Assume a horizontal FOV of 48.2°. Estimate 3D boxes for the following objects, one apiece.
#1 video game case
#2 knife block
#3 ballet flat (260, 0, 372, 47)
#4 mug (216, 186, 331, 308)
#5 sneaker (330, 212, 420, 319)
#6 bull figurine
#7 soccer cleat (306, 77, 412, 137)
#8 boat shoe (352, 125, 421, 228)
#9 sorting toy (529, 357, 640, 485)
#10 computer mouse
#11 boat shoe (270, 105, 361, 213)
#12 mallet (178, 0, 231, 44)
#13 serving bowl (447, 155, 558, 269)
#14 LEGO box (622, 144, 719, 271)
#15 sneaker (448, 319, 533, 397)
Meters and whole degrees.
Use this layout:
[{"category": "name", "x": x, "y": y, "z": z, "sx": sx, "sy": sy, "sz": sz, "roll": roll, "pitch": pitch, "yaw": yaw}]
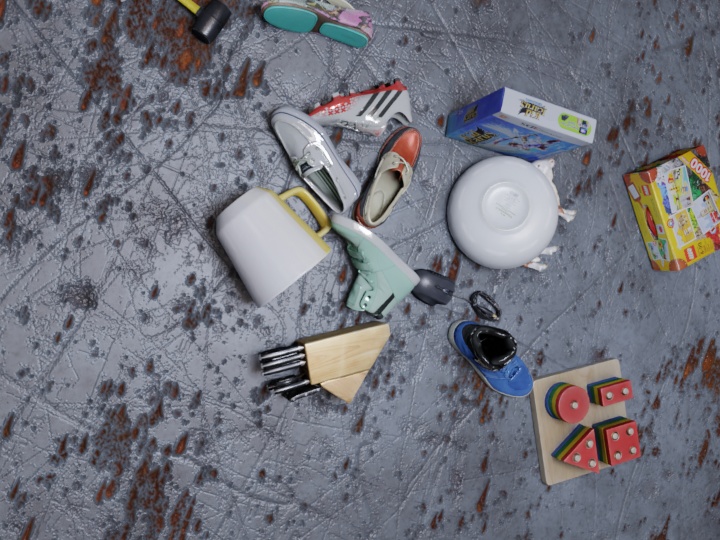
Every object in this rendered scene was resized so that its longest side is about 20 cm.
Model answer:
[{"category": "video game case", "x": 0.268, "y": -0.243, "z": 1.377, "sx": 0.179, "sy": 0.200, "sz": 0.046, "roll": 15, "pitch": 83, "yaw": -19}, {"category": "knife block", "x": -0.069, "y": 0.133, "z": 1.340, "sx": 0.175, "sy": 0.064, "sz": 0.201, "roll": 35, "pitch": 80, "yaw": -18}, {"category": "ballet flat", "x": -0.070, "y": -0.426, "z": 1.331, "sx": 0.197, "sy": 0.069, "sz": 0.072, "roll": 8, "pitch": 71, "yaw": -23}, {"category": "mug", "x": -0.145, "y": -0.051, "z": 1.290, "sx": 0.149, "sy": 0.187, "sz": 0.154, "roll": -37, "pitch": 95, "yaw": 18}, {"category": "sneaker", "x": 0.000, "y": 0.000, "z": 1.344, "sx": 0.200, "sy": 0.074, "sz": 0.119, "roll": 42, "pitch": 86, "yaw": -25}, {"category": "bull figurine", "x": 0.321, "y": -0.101, "z": 1.465, "sx": 0.120, "sy": 0.065, "sz": 0.202, "roll": 29, "pitch": 88, "yaw": 9}, {"category": "soccer cleat", "x": -0.001, "y": -0.260, "z": 1.354, "sx": 0.198, "sy": 0.068, "sz": 0.086, "roll": -20, "pitch": 94, "yaw": -23}, {"category": "boat shoe", "x": 0.053, "y": -0.160, "z": 1.377, "sx": 0.071, "sy": 0.062, "sz": 0.202, "roll": 33, "pitch": 79, "yaw": -15}, {"category": "sorting toy", "x": 0.430, "y": 0.288, "z": 1.518, "sx": 0.196, "sy": 0.069, "sz": 0.203, "roll": -11, "pitch": 95, "yaw": -19}, {"category": "computer mouse", "x": 0.173, "y": 0.047, "z": 1.440, "sx": 0.198, "sy": 0.034, "sz": 0.059, "roll": 20, "pitch": 84, "yaw": -19}, {"category": "boat shoe", "x": -0.075, "y": -0.180, "z": 1.315, "sx": 0.200, "sy": 0.073, "sz": 0.067, "roll": 44, "pitch": 43, "yaw": -16}, {"category": "mallet", "x": -0.291, "y": -0.448, "z": 1.264, "sx": 0.200, "sy": 0.041, "sz": 0.066, "roll": 44, "pitch": 77, "yaw": -11}, {"category": "serving bowl", "x": 0.251, "y": -0.107, "z": 1.406, "sx": 0.197, "sy": 0.066, "sz": 0.204, "roll": 0, "pitch": 83, "yaw": 4}, {"category": "LEGO box", "x": 0.619, "y": -0.122, "z": 1.571, "sx": 0.147, "sy": 0.077, "sz": 0.202, "roll": -25, "pitch": 99, "yaw": -18}, {"category": "sneaker", "x": 0.252, "y": 0.164, "z": 1.429, "sx": 0.200, "sy": 0.111, "sz": 0.077, "roll": 44, "pitch": 78, "yaw": -15}]
